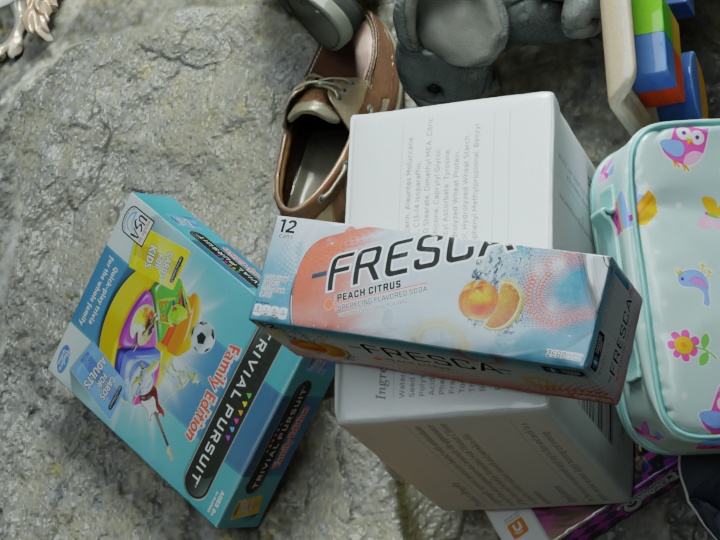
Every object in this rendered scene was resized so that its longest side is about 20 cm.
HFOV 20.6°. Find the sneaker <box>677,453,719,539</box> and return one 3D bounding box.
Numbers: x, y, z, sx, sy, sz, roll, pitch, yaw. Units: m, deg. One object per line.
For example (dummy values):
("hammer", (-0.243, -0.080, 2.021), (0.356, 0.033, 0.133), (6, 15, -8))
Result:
("sneaker", (0.258, 0.160, 1.158), (0.078, 0.079, 0.200), (-43, 65, 5))

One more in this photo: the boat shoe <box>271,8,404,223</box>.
("boat shoe", (-0.018, -0.109, 1.429), (0.076, 0.072, 0.200), (-3, 62, 23))

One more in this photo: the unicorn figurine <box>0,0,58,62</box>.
("unicorn figurine", (-0.334, -0.256, 1.638), (0.200, 0.074, 0.138), (19, 75, -4))

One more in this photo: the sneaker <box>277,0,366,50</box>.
("sneaker", (-0.015, -0.231, 1.447), (0.106, 0.075, 0.200), (-38, 25, 0))

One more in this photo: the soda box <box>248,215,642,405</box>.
("soda box", (0.044, 0.020, 1.062), (0.200, 0.068, 0.064), (7, 73, 26))

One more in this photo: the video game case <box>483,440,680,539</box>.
("video game case", (0.146, 0.072, 1.292), (0.200, 0.036, 0.181), (-34, 59, 7))

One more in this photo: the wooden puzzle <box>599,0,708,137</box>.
("wooden puzzle", (0.189, -0.166, 1.276), (0.046, 0.200, 0.186), (-8, 72, 15))

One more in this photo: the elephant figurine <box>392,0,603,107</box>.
("elephant figurine", (0.077, -0.173, 1.375), (0.200, 0.142, 0.155), (-23, 65, 9))

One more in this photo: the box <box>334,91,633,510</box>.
("box", (0.081, 0.026, 1.201), (0.130, 0.199, 0.201), (-6, 67, 20))

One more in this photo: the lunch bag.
("lunch bag", (0.217, 0.007, 1.165), (0.160, 0.077, 0.201), (-4, 78, -10))

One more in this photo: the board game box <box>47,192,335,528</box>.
("board game box", (-0.117, 0.060, 1.381), (0.200, 0.047, 0.151), (37, 109, 34))
